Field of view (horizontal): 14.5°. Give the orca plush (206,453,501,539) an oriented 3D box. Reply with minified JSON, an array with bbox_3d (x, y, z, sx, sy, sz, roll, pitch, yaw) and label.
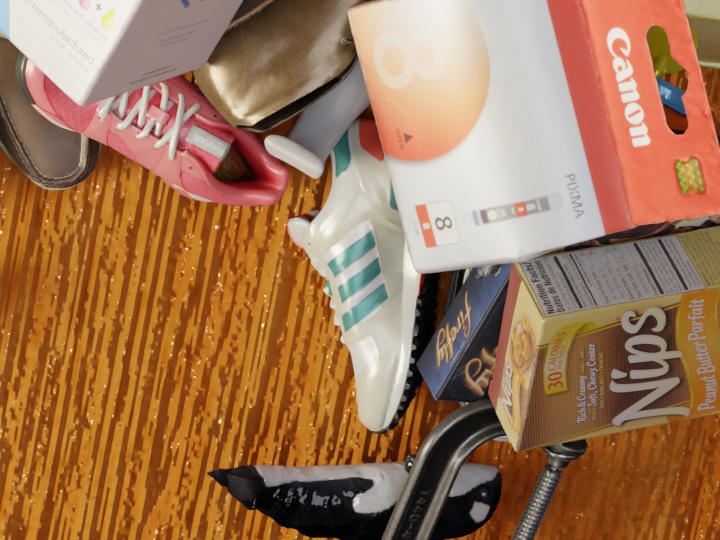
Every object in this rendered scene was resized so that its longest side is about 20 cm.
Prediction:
[{"bbox_3d":[0.004,0.156,1.753,0.200,0.105,0.071,9,70,-45],"label":"orca plush"}]

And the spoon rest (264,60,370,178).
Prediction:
[{"bbox_3d":[0.003,-0.142,1.734,0.099,0.061,0.200,30,72,2],"label":"spoon rest"}]

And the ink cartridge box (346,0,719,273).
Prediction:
[{"bbox_3d":[0.097,-0.089,1.579,0.200,0.050,0.163,-8,100,41],"label":"ink cartridge box"}]

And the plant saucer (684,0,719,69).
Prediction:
[{"bbox_3d":[0.208,-0.230,1.757,0.199,0.048,0.201,8,99,-6],"label":"plant saucer"}]

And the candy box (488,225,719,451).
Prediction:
[{"bbox_3d":[0.182,0.036,1.685,0.199,0.055,0.116,-10,136,-17],"label":"candy box"}]

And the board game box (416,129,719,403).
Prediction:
[{"bbox_3d":[0.136,0.000,1.695,0.135,0.035,0.200,5,129,-32],"label":"board game box"}]

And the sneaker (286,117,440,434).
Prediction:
[{"bbox_3d":[0.000,0.000,1.775,0.093,0.070,0.201,8,100,11],"label":"sneaker"}]

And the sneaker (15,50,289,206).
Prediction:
[{"bbox_3d":[-0.116,-0.094,1.690,0.200,0.087,0.074,29,86,-42],"label":"sneaker"}]

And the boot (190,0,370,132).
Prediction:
[{"bbox_3d":[-0.008,-0.155,1.672,0.200,0.074,0.076,-35,73,6],"label":"boot"}]

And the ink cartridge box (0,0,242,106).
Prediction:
[{"bbox_3d":[-0.120,-0.216,1.574,0.129,0.125,0.200,43,123,15],"label":"ink cartridge box"}]

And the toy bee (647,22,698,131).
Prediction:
[{"bbox_3d":[0.153,-0.106,1.718,0.131,0.109,0.200,-45,133,-9],"label":"toy bee"}]

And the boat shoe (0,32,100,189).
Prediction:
[{"bbox_3d":[-0.208,-0.143,1.710,0.074,0.075,0.203,-18,101,-2],"label":"boat shoe"}]

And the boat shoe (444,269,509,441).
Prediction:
[{"bbox_3d":[0.089,0.014,1.775,0.072,0.071,0.201,-4,102,-5],"label":"boat shoe"}]

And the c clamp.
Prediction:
[{"bbox_3d":[0.084,0.162,1.775,0.170,0.027,0.201,1,121,-29],"label":"c clamp"}]
